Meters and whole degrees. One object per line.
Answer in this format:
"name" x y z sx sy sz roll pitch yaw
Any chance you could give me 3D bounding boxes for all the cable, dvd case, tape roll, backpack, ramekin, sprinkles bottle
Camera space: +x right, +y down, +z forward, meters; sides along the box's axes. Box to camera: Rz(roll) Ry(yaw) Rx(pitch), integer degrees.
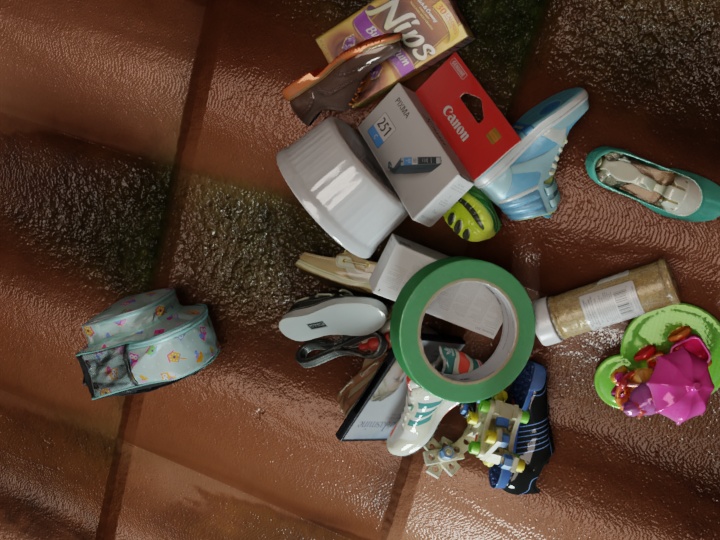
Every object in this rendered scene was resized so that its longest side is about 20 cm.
"cable" -0.014 0.121 1.453 0.200 0.097 0.050 -31 131 27
"dvd case" 0.061 0.177 1.408 0.018 0.143 0.200 46 114 36
"tape roll" 0.142 0.082 1.308 0.200 0.048 0.201 -2 97 -15
"backpack" -0.332 0.112 1.505 0.200 0.176 0.153 -5 103 15
"ramekin" -0.017 -0.124 1.343 0.098 0.200 0.201 -39 87 14
"sprinkles bottle" 0.341 0.046 1.321 0.200 0.068 0.068 -20 94 21

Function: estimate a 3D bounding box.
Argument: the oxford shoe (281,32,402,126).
"oxford shoe" -0.015 -0.271 1.327 0.200 0.071 0.073 -24 102 32

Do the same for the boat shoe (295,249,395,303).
"boat shoe" 0.000 0.000 1.433 0.200 0.074 0.066 16 82 15

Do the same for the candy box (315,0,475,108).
"candy box" 0.049 -0.333 1.351 0.200 0.056 0.117 -29 90 20

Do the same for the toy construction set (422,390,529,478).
"toy construction set" 0.174 0.242 1.367 0.092 0.131 0.200 22 152 -23

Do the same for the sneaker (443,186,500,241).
"sneaker" 0.132 -0.121 1.358 0.074 0.084 0.200 -40 68 26

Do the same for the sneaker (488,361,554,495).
"sneaker" 0.253 0.236 1.396 0.078 0.070 0.200 14 97 -13

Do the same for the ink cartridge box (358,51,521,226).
"ink cartridge box" 0.103 -0.191 1.308 0.176 0.045 0.200 -44 53 22

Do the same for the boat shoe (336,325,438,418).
"boat shoe" 0.035 0.151 1.443 0.200 0.076 0.072 -46 58 10

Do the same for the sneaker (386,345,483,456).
"sneaker" 0.088 0.187 1.388 0.093 0.070 0.200 33 112 -25

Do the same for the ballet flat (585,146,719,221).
"ballet flat" 0.397 -0.112 1.270 0.200 0.070 0.067 23 107 13

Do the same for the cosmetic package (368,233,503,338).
"cosmetic package" 0.119 0.023 1.357 0.200 0.051 0.083 22 106 -16

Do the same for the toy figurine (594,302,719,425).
"toy figurine" 0.398 0.147 1.261 0.200 0.184 0.150 -32 89 22

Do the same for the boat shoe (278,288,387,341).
"boat shoe" -0.039 0.058 1.429 0.200 0.064 0.071 -9 130 37

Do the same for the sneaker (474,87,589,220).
"sneaker" 0.259 -0.152 1.314 0.200 0.080 0.131 -39 107 7
